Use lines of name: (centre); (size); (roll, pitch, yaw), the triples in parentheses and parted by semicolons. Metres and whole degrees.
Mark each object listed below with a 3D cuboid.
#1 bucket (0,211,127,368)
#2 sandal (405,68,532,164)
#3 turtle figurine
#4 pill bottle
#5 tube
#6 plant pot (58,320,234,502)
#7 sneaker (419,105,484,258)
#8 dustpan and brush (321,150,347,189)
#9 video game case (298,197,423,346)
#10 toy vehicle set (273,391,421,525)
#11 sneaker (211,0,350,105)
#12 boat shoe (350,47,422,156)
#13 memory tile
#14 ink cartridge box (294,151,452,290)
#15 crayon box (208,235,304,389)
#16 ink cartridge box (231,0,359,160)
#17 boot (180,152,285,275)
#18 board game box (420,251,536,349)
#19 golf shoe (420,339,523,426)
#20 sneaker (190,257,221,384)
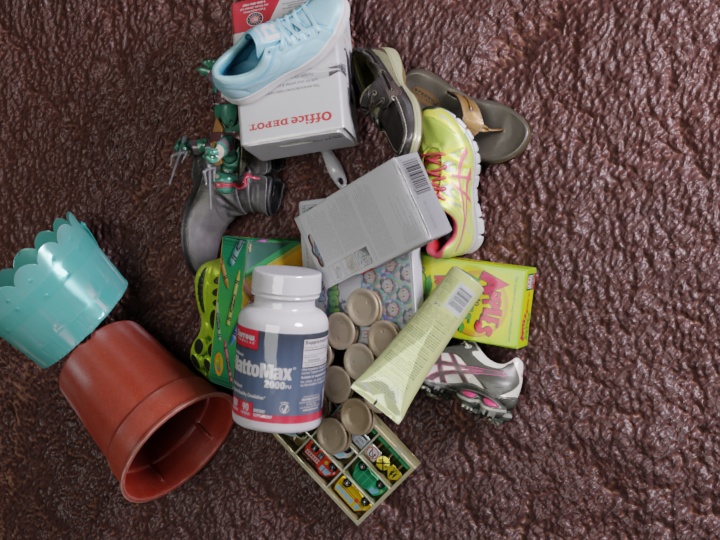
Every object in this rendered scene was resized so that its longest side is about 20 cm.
bucket: (-0.445, 0.032, 1.701); (0.207, 0.208, 0.135); (-36, 108, 22)
sandal: (0.126, -0.202, 1.518); (0.200, 0.055, 0.082); (36, 106, 19)
turtle figurine: (-0.196, -0.179, 1.599); (0.149, 0.100, 0.202); (-1, 87, 57)
pill bottle: (-0.102, 0.099, 1.525); (0.119, 0.119, 0.202); (7, 98, 24)
tube: (0.075, 0.088, 1.469); (0.200, 0.052, 0.058); (-54, 35, -6)
plant pot: (-0.313, 0.187, 1.671); (0.195, 0.200, 0.201); (42, 108, 25)
sneaker: (0.103, -0.106, 1.486); (0.078, 0.090, 0.201); (-1, 108, 42)
dustpan and brush: (-0.069, -0.204, 1.614); (0.139, 0.057, 0.201); (-28, 75, 11)
video game case: (0.000, 0.000, 1.555); (0.181, 0.024, 0.202); (-4, 89, 35)
toy vehicle set: (-0.028, 0.234, 1.615); (0.200, 0.026, 0.124); (45, 109, 10)
sneaker: (-0.101, -0.284, 1.472); (0.200, 0.082, 0.074); (-40, 73, 5)
boat shoe: (0.029, -0.214, 1.508); (0.201, 0.064, 0.073); (-107, 30, -44)
memory tile: (-0.014, 0.135, 1.549); (0.200, 0.017, 0.154); (-44, 70, 29)
ink cartridge box: (0.012, -0.059, 1.487); (0.199, 0.050, 0.110); (-27, 86, 43)
crayon box: (-0.136, 0.056, 1.609); (0.058, 0.118, 0.202); (11, 98, 44)
ink cartridge box: (-0.085, -0.257, 1.551); (0.143, 0.084, 0.202); (-8, 77, 14)
boot: (-0.177, -0.085, 1.654); (0.131, 0.070, 0.202); (7, 96, 21)
board game box: (0.122, 0.034, 1.536); (0.199, 0.048, 0.102); (9, 96, 24)
golf shoe: (0.117, 0.129, 1.540); (0.199, 0.077, 0.089); (21, 81, 19)
sneaker: (-0.190, 0.074, 1.666); (0.074, 0.083, 0.201); (21, 119, 25)
